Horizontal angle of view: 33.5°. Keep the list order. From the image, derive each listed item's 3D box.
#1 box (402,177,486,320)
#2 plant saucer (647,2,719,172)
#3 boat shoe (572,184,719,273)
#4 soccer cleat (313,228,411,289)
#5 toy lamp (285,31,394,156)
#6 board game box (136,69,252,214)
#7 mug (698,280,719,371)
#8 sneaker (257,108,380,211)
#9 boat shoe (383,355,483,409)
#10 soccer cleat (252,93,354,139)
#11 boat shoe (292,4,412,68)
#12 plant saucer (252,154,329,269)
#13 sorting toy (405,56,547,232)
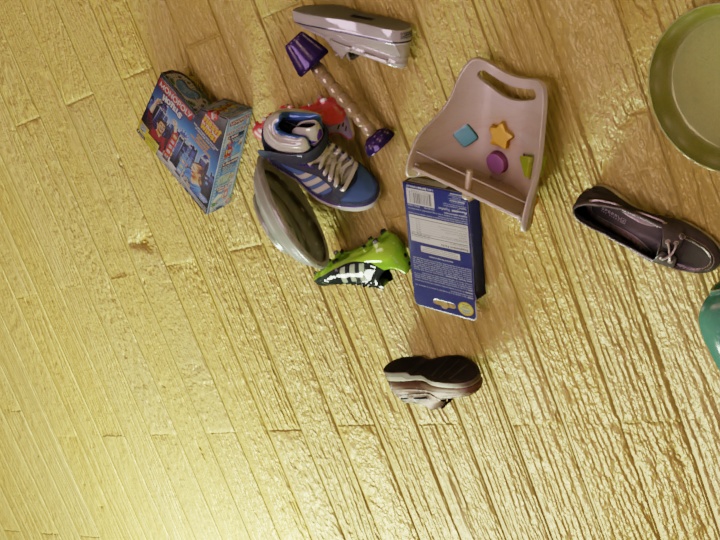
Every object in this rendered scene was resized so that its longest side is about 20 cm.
[{"bbox_3d":[0.124,-0.033,1.757,0.120,0.032,0.202,15,121,38],"label":"box"},{"bbox_3d":[0.425,-0.210,1.370,0.198,0.031,0.202,22,127,33],"label":"plant saucer"},{"bbox_3d":[0.357,-0.044,1.511,0.199,0.057,0.067,31,131,27],"label":"boat shoe"},{"bbox_3d":[0.000,0.000,1.875,0.199,0.068,0.081,-23,110,47],"label":"soccer cleat"},{"bbox_3d":[-0.033,-0.257,1.731,0.200,0.058,0.058,50,139,-11],"label":"toy lamp"},{"bbox_3d":[-0.265,-0.233,1.990,0.200,0.061,0.200,49,136,10],"label":"board game box"},{"bbox_3d":[0.484,0.046,1.393,0.115,0.184,0.152,61,162,0],"label":"mug"},{"bbox_3d":[-0.055,-0.165,1.749,0.198,0.081,0.147,28,163,1],"label":"sneaker"},{"bbox_3d":[0.122,0.177,1.862,0.199,0.072,0.069,3,120,53],"label":"boat shoe"},{"bbox_3d":[-0.090,-0.218,1.834,0.199,0.067,0.077,-11,110,44],"label":"soccer cleat"},{"bbox_3d":[-0.016,-0.329,1.689,0.199,0.073,0.066,23,123,34],"label":"boat shoe"},{"bbox_3d":[-0.118,-0.083,1.842,0.050,0.200,0.202,-29,93,13],"label":"plant saucer"},{"bbox_3d":[0.178,-0.180,1.580,0.199,0.106,0.182,28,123,30],"label":"sorting toy"}]
